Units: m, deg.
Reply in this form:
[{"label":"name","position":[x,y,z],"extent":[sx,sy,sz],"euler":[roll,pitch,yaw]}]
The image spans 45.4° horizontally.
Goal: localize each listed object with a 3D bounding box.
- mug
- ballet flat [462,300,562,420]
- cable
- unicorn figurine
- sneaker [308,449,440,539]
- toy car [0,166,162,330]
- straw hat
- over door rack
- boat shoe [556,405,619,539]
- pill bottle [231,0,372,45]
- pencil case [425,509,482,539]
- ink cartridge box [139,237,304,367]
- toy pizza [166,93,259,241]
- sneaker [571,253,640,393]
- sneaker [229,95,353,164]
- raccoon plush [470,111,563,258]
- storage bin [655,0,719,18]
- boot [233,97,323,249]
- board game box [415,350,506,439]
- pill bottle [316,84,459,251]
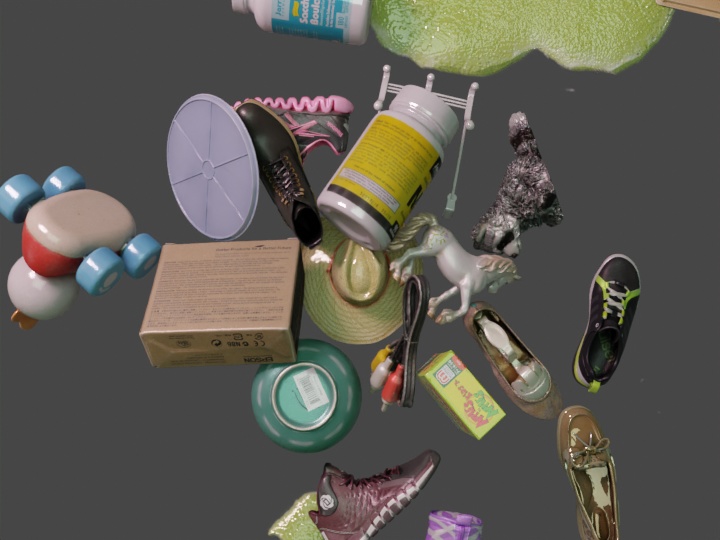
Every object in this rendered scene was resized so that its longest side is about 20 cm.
[{"label":"mug","position":[-0.087,0.164,1.170],"extent":[0.182,0.114,0.154],"euler":[18,84,1]},{"label":"ballet flat","position":[0.212,0.128,1.201],"extent":[0.068,0.067,0.200],"euler":[-41,86,-5]},{"label":"cable","position":[0.053,0.104,1.141],"extent":[0.049,0.202,0.098],"euler":[-2,39,-18]},{"label":"unicorn figurine","position":[0.130,0.002,1.174],"extent":[0.137,0.074,0.200],"euler":[-45,110,-2]},{"label":"sneaker","position":[0.009,0.290,1.179],"extent":[0.200,0.076,0.116],"euler":[-43,83,-4]},{"label":"toy car","position":[-0.414,-0.004,1.188],"extent":[0.184,0.177,0.201],"euler":[39,113,7]},{"label":"straw hat","position":[0.000,0.000,1.204],"extent":[0.197,0.085,0.205],"euler":[0,84,0]},{"label":"over door rack","position":[0.084,-0.188,1.236],"extent":[0.145,0.067,0.204],"euler":[12,84,2]},{"label":"boat shoe","position":[0.322,0.287,1.186],"extent":[0.072,0.063,0.203],"euler":[-13,84,-2]},{"label":"pill bottle","position":[-0.081,-0.392,1.235],"extent":[0.196,0.111,0.113],"euler":[8,83,1]},{"label":"pencil case","position":[0.118,0.426,1.158],"extent":[0.082,0.086,0.204],"euler":[5,83,1]},{"label":"ink cartridge box","position":[-0.178,0.042,1.155],"extent":[0.196,0.076,0.166],"euler":[-2,45,6]},{"label":"toy pizza","position":[-0.200,-0.142,1.191],"extent":[0.031,0.199,0.203],"euler":[-19,81,-45]},{"label":"sneaker","position":[0.353,0.074,1.200],"extent":[0.071,0.083,0.203],"euler":[15,84,1]},{"label":"sneaker","position":[-0.107,-0.199,1.238],"extent":[0.196,0.079,0.097],"euler":[-1,95,1]},{"label":"raccoon plush","position":[0.206,-0.113,1.239],"extent":[0.132,0.097,0.202],"euler":[-20,54,11]},{"label":"storage bin","position":[0.535,-0.440,1.200],"extent":[0.195,0.200,0.095],"euler":[12,82,1]},{"label":"boot","position":[-0.103,-0.131,1.156],"extent":[0.077,0.138,0.201],"euler":[-32,110,1]},{"label":"board game box","position":[0.125,0.161,1.129],"extent":[0.047,0.200,0.102],"euler":[-40,85,-4]},{"label":"pill bottle","position":[0.040,-0.137,1.140],"extent":[0.113,0.114,0.201],"euler":[34,79,3]}]
